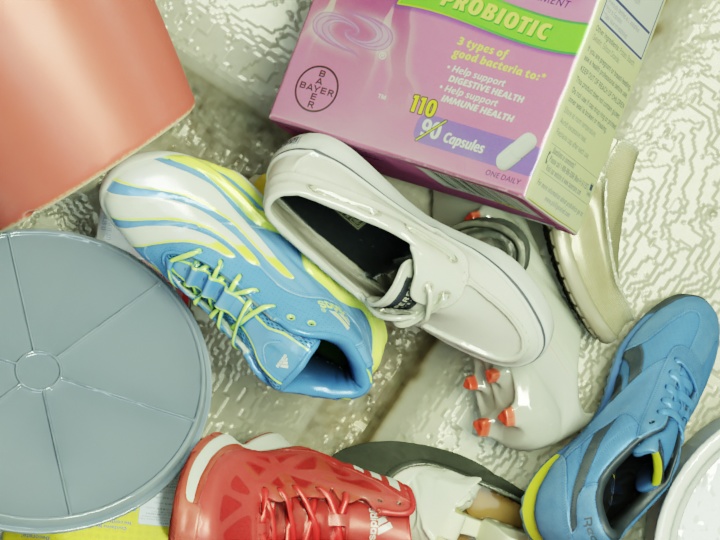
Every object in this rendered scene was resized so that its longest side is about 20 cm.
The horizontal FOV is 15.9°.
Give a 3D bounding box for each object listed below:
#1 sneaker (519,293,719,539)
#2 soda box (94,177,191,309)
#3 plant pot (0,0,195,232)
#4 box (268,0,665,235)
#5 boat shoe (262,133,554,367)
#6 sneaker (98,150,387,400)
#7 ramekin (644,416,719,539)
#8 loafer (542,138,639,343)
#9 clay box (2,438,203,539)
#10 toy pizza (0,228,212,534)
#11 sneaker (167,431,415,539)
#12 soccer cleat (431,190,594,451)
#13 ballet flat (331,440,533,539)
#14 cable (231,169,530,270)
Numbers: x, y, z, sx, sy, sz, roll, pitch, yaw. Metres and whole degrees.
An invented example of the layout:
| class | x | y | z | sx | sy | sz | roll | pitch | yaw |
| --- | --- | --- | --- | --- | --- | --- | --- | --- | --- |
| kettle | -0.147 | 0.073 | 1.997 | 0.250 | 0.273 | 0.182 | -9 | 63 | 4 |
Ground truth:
| class | x | y | z | sx | sy | sz | roll | pitch | yaw |
| --- | --- | --- | --- | --- | --- | --- | --- | --- | --- |
| sneaker | 0.178 | 0.095 | 1.564 | 0.066 | 0.078 | 0.200 | 51 | 60 | -23 |
| soda box | -0.138 | 0.045 | 1.566 | 0.063 | 0.070 | 0.200 | 8 | 91 | -5 |
| plant pot | -0.201 | -0.132 | 1.494 | 0.200 | 0.200 | 0.177 | -32 | 98 | -3 |
| box | 0.071 | -0.146 | 1.523 | 0.176 | 0.097 | 0.200 | 19 | 86 | 26 |
| boat shoe | 0.027 | 0.000 | 1.495 | 0.200 | 0.066 | 0.072 | 41 | 125 | -16 |
| sneaker | -0.062 | 0.007 | 1.487 | 0.200 | 0.105 | 0.076 | 32 | 107 | -20 |
| ramekin | 0.271 | 0.173 | 1.593 | 0.200 | 0.098 | 0.201 | 0 | 92 | -4 |
| loafer | 0.141 | -0.055 | 1.585 | 0.068 | 0.076 | 0.200 | -15 | 93 | 2 |
| clay box | -0.157 | 0.194 | 1.515 | 0.115 | 0.048 | 0.200 | 7 | 97 | -5 |
| toy pizza | -0.186 | 0.065 | 1.480 | 0.200 | 0.032 | 0.200 | 5 | 57 | -7 |
| sneaker | -0.031 | 0.138 | 1.488 | 0.115 | 0.200 | 0.078 | 10 | 102 | 16 |
| soccer cleat | 0.092 | 0.012 | 1.594 | 0.078 | 0.069 | 0.200 | -9 | 85 | -34 |
| ballet flat | 0.074 | 0.154 | 1.590 | 0.200 | 0.068 | 0.068 | 18 | 92 | -5 |
| cable | 0.000 | 0.000 | 1.557 | 0.200 | 0.050 | 0.097 | 11 | 98 | 23 |
